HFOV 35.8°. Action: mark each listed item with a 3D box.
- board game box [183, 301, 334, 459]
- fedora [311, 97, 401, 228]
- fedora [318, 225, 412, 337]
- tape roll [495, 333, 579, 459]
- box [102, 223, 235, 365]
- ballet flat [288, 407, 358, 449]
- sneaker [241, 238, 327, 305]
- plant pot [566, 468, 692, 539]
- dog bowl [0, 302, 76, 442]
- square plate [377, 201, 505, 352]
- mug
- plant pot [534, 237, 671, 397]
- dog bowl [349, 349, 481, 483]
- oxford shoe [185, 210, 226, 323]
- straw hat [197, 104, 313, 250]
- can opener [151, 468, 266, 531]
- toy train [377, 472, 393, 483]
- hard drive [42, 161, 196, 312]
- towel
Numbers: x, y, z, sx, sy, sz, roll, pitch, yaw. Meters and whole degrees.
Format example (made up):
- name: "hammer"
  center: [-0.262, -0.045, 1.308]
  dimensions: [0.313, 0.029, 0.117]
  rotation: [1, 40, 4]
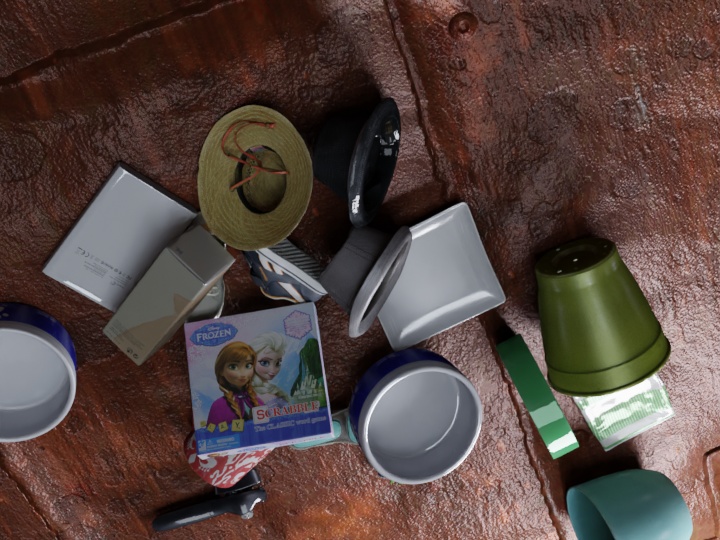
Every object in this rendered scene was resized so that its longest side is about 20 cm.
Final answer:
- name: "board game box"
  center: [-0.150, 0.160, 1.634]
  dimensions: [0.198, 0.201, 0.041]
  rotation: [-10, 161, 1]
- name: "fedora"
  center: [-0.012, -0.156, 1.543]
  dimensions: [0.091, 0.201, 0.202]
  rotation: [14, 119, 14]
- name: "fedora"
  center: [0.000, 0.000, 1.611]
  dimensions: [0.090, 0.200, 0.178]
  rotation: [30, 81, 8]
- name: "tape roll"
  center: [0.280, 0.199, 1.773]
  dimensions: [0.048, 0.201, 0.201]
  rotation: [-27, 121, 4]
- name: "box"
  center: [-0.274, 0.035, 1.587]
  dimensions: [0.078, 0.095, 0.200]
  rotation: [44, 126, 0]
- name: "ballet flat"
  center: [-0.032, 0.249, 1.819]
  dimensions: [0.198, 0.064, 0.068]
  rotation: [-3, 104, -16]
- name: "sneaker"
  center: [-0.136, -0.014, 1.638]
  dimensions: [0.079, 0.079, 0.200]
  rotation: [-38, 112, 25]
- name: "plant pot"
  center: [0.482, 0.443, 1.963]
  dimensions: [0.160, 0.201, 0.202]
  rotation: [-22, 122, -13]
- name: "dog bowl"
  center: [-0.522, 0.151, 1.651]
  dimensions: [0.199, 0.079, 0.201]
  rotation: [-5, 120, -9]
- name: "square plate"
  center: [0.104, 0.009, 1.730]
  dimensions: [0.197, 0.028, 0.201]
  rotation: [-25, 121, 2]
- name: "mug"
  center: [-0.187, 0.221, 1.755]
  dimensions: [0.200, 0.178, 0.133]
  rotation: [-47, 154, 20]
- name: "plant pot"
  center: [0.360, 0.060, 1.733]
  dimensions: [0.199, 0.201, 0.194]
  rotation: [-21, 109, 1]
- name: "dog bowl"
  center: [0.086, 0.229, 1.761]
  dimensions: [0.199, 0.079, 0.202]
  rotation: [-6, 110, -17]
- name: "oxford shoe"
  center: [-0.233, 0.008, 1.644]
  dimensions: [0.075, 0.058, 0.201]
  rotation: [2, 120, -15]
- name: "straw hat"
  center: [-0.130, -0.126, 1.564]
  dimensions: [0.201, 0.201, 0.085]
  rotation: [-48, 159, 16]
- name: "can opener"
  center: [-0.251, 0.396, 1.865]
  dimensions: [0.199, 0.079, 0.063]
  rotation: [-22, 160, 5]
- name: "toy train"
  center: [0.066, 0.274, 1.866]
  dimensions: [0.056, 0.042, 0.201]
  rotation: [8, 118, -5]
- name: "hard drive"
  center: [-0.347, -0.044, 1.608]
  dimensions: [0.132, 0.026, 0.200]
  rotation: [32, 108, -25]
- name: "towel"
  center: [0.447, 0.211, 1.918]
  dimensions: [0.152, 0.023, 0.201]
  rotation: [-29, 121, 6]
